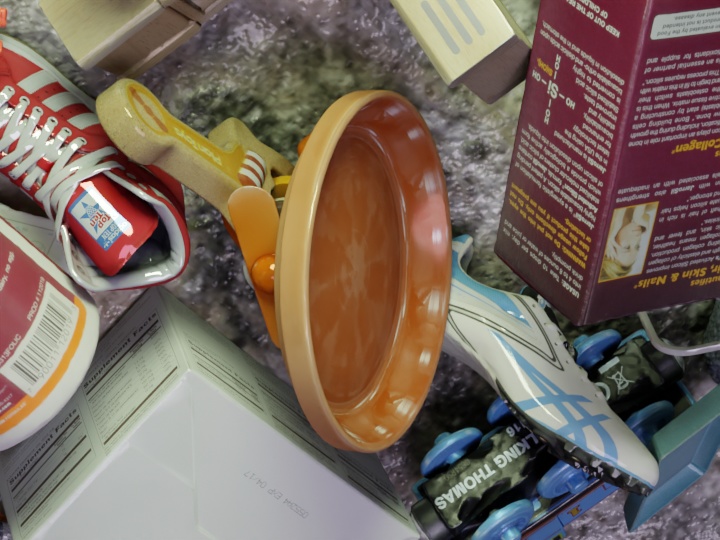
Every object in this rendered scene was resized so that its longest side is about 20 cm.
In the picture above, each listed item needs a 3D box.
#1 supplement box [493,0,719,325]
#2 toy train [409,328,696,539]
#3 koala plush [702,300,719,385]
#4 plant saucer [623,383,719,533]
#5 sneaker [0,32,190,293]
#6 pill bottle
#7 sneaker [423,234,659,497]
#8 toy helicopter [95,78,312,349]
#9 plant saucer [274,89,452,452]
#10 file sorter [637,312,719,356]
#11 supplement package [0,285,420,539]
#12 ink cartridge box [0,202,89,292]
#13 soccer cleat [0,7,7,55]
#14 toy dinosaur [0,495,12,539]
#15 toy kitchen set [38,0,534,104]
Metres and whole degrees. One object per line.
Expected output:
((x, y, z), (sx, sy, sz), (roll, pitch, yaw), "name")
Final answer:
((0.149, -0.083, 1.265), (0.110, 0.086, 0.201), (-11, 125, -31), "supplement box")
((0.121, 0.115, 1.540), (0.200, 0.087, 0.114), (-35, 157, -1), "toy train")
((0.315, 0.085, 1.512), (0.177, 0.200, 0.184), (-44, 121, 14), "koala plush")
((0.199, 0.117, 1.537), (0.070, 0.019, 0.200), (-37, 166, -11), "plant saucer")
((-0.175, -0.060, 1.349), (0.199, 0.113, 0.071), (28, 111, -27), "sneaker")
((-0.244, 0.001, 1.317), (0.114, 0.114, 0.200), (-39, 125, 11), "pill bottle")
((0.107, 0.056, 1.460), (0.073, 0.200, 0.072), (-46, 163, -3), "sneaker")
((-0.072, -0.039, 1.354), (0.079, 0.133, 0.200), (-34, 136, 23), "toy helicopter")
((0.000, 0.000, 1.364), (0.032, 0.201, 0.201), (4, 128, 25), "plant saucer")
((0.213, -0.071, 1.429), (0.124, 0.139, 0.201), (-11, 123, -4), "file sorter")
((-0.096, 0.138, 1.488), (0.156, 0.111, 0.200), (-46, 120, 9), "supplement package")
((-0.265, 0.009, 1.415), (0.199, 0.047, 0.161), (15, 116, -28), "ink cartridge box")
((-0.229, -0.094, 1.266), (0.077, 0.201, 0.070), (3, 132, -3), "soccer cleat")
((-0.224, 0.207, 1.516), (0.200, 0.102, 0.136), (36, 88, -4), "toy dinosaur")
((-0.049, -0.134, 1.258), (0.200, 0.181, 0.163), (-36, 166, 9), "toy kitchen set")
